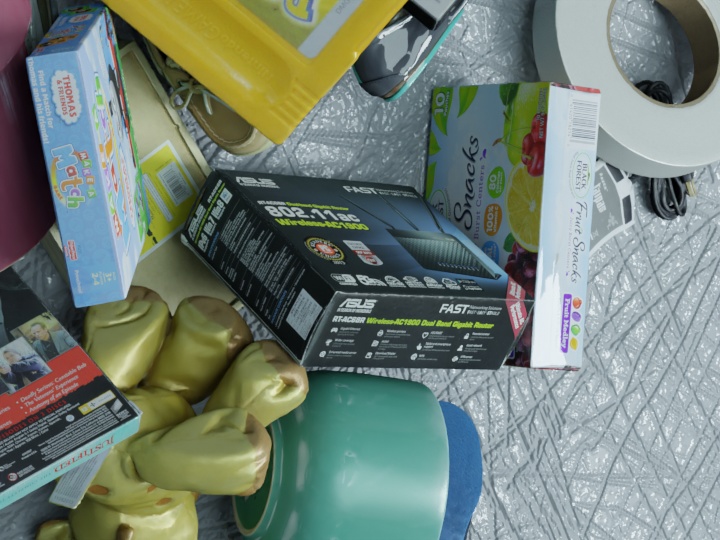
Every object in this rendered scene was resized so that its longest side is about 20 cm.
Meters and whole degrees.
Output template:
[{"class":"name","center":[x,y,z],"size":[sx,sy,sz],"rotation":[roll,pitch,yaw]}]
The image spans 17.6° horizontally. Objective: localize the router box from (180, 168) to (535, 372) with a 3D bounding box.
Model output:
[{"class":"router box","center":[0.000,0.000,1.578],"size":[0.200,0.150,0.062],"rotation":[3,121,-45]}]

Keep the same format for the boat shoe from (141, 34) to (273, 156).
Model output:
[{"class":"boat shoe","center":[-0.119,-0.165,1.556],"size":[0.200,0.073,0.063],"rotation":[63,25,-6]}]

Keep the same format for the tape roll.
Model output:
[{"class":"tape roll","center":[0.224,-0.171,1.775],"size":[0.203,0.037,0.203],"rotation":[8,72,-26]}]

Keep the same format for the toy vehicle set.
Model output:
[{"class":"toy vehicle set","center":[-0.155,-0.039,1.578],"size":[0.124,0.027,0.200],"rotation":[-38,111,-25]}]

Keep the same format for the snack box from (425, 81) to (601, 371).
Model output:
[{"class":"snack box","center":[0.104,-0.032,1.672],"size":[0.053,0.142,0.200],"rotation":[5,89,-33]}]

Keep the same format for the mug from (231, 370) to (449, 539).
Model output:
[{"class":"mug","center":[-0.024,0.160,1.595],"size":[0.114,0.152,0.185],"rotation":[9,90,-21]}]

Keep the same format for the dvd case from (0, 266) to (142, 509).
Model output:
[{"class":"dvd case","center":[-0.252,0.061,1.445],"size":[0.146,0.200,0.022],"rotation":[-30,151,-28]}]

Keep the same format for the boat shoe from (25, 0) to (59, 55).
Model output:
[{"class":"boat shoe","center":[-0.231,-0.203,1.503],"size":[0.076,0.060,0.200],"rotation":[-18,102,-31]}]

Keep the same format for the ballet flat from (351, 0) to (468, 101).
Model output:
[{"class":"ballet flat","center":[0.058,-0.207,1.631],"size":[0.200,0.073,0.073],"rotation":[-49,115,-17]}]

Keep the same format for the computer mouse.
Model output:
[{"class":"computer mouse","center":[0.176,-0.059,1.778],"size":[0.200,0.044,0.110],"rotation":[-31,112,-33]}]

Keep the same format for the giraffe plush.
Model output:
[{"class":"giraffe plush","center":[-0.137,0.132,1.522],"size":[0.200,0.172,0.162],"rotation":[-43,153,-33]}]

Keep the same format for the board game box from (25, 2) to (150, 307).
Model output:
[{"class":"board game box","center":[-0.166,-0.076,1.437],"size":[0.037,0.200,0.151],"rotation":[-9,105,2]}]

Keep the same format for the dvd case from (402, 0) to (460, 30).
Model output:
[{"class":"dvd case","center":[0.052,-0.282,1.610],"size":[0.150,0.025,0.200],"rotation":[39,70,2]}]

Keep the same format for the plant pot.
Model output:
[{"class":"plant pot","center":[-0.275,-0.091,1.417],"size":[0.200,0.200,0.179],"rotation":[-41,128,-24]}]

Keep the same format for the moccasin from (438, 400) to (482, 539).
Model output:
[{"class":"moccasin","center":[0.035,0.188,1.678],"size":[0.080,0.068,0.200],"rotation":[27,54,-17]}]

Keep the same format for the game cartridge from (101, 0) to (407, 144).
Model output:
[{"class":"game cartridge","center":[-0.055,-0.207,1.483],"size":[0.176,0.032,0.200],"rotation":[39,106,-10]}]
